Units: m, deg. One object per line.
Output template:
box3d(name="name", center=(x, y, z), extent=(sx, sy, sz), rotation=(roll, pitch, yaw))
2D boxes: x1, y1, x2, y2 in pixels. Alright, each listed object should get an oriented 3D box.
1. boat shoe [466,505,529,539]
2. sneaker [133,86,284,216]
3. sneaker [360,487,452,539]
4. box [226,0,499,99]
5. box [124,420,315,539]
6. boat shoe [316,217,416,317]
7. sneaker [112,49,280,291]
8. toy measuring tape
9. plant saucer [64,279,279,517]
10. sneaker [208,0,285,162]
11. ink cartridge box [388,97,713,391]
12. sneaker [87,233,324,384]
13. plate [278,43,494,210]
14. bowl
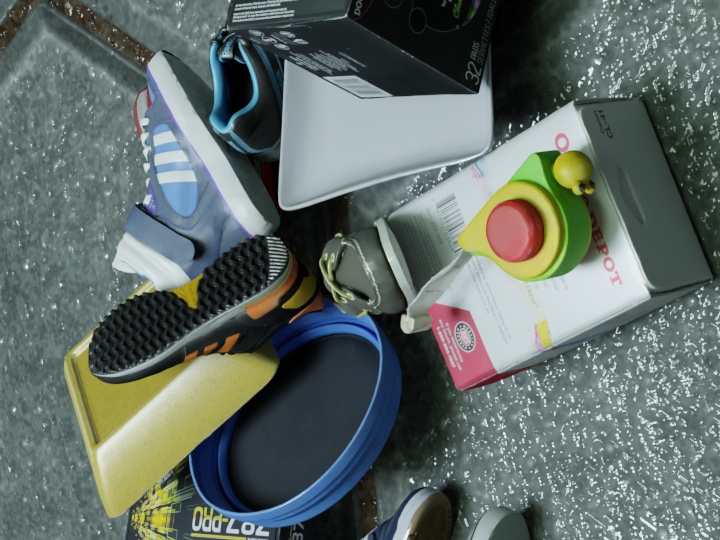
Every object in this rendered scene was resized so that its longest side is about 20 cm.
box3d(name="boat shoe", center=(0.082, 0.269, 1.322), extent=(0.064, 0.071, 0.200), rotation=(27, 118, 37))
box3d(name="sneaker", center=(-0.116, -0.108, 1.458), extent=(0.115, 0.078, 0.200), rotation=(-38, 63, 18))
box3d(name="sneaker", center=(0.002, 0.241, 1.395), extent=(0.108, 0.070, 0.200), rotation=(37, 125, 31))
box3d(name="box", center=(0.017, -0.240, 1.183), extent=(0.124, 0.148, 0.200), rotation=(4, 77, 44))
box3d(name="box", center=(-0.123, 0.211, 1.454), extent=(0.200, 0.049, 0.162), rotation=(-3, 77, 43))
box3d(name="boat shoe", center=(0.001, 0.003, 1.275), extent=(0.202, 0.060, 0.072), rotation=(177, 74, -85))
box3d(name="sneaker", center=(-0.167, -0.068, 1.387), extent=(0.146, 0.081, 0.200), rotation=(-37, 68, 15))
box3d(name="toy measuring tape", center=(0.099, -0.003, 1.132), extent=(0.074, 0.073, 0.200), rotation=(55, 129, 22))
box3d(name="plant saucer", center=(-0.180, 0.081, 1.443), extent=(0.200, 0.048, 0.200), rotation=(-43, 37, 9))
box3d(name="sneaker", center=(-0.080, -0.192, 1.356), extent=(0.073, 0.082, 0.200), rotation=(-4, 80, 31))
box3d(name="ink cartridge box", center=(0.133, -0.017, 1.203), extent=(0.200, 0.086, 0.148), rotation=(-29, 77, 42))
box3d(name="sneaker", center=(-0.121, 0.050, 1.334), extent=(0.200, 0.090, 0.070), rotation=(-28, 47, 18))
box3d(name="plate", center=(0.025, -0.152, 1.266), extent=(0.199, 0.032, 0.200), rotation=(-14, 64, 36))
box3d(name="bowl", center=(-0.052, 0.117, 1.356), extent=(0.200, 0.039, 0.201), rotation=(-26, 42, 26))
